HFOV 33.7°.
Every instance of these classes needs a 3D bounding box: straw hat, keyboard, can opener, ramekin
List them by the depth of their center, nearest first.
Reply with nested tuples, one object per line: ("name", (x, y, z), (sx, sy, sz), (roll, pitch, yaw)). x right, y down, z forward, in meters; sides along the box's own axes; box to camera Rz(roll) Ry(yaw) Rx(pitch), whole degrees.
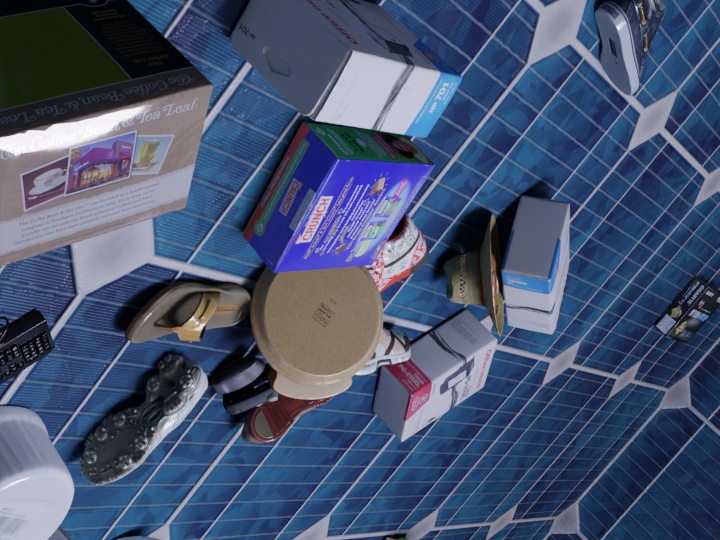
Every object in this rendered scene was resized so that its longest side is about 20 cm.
("keyboard", (-0.408, 0.118, 1.243), (0.200, 0.040, 0.104), (-35, 152, -22))
("ramekin", (-0.424, 0.260, 1.349), (0.200, 0.098, 0.201), (-33, 150, -22))
("can opener", (-0.103, 0.139, 1.621), (0.199, 0.064, 0.079), (-21, 159, 3))
("straw hat", (0.172, 0.011, 1.853), (0.085, 0.202, 0.201), (-5, 154, 11))

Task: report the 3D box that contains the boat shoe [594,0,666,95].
("boat shoe", (0.399, -0.336, 1.723), (0.091, 0.071, 0.200), (-39, 150, -4))

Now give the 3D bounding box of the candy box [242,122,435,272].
("candy box", (-0.026, -0.088, 1.460), (0.200, 0.077, 0.169), (-5, 133, -54))

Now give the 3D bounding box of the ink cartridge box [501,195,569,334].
("ink cartridge box", (0.288, -0.006, 1.941), (0.200, 0.084, 0.145), (72, 33, -60))

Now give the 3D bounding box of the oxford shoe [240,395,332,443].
("oxford shoe", (-0.101, 0.185, 1.762), (0.200, 0.071, 0.075), (-33, -178, -33))

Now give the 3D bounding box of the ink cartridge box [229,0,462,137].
("ink cartridge box", (-0.012, -0.217, 1.224), (0.200, 0.146, 0.086), (1, 129, -55))

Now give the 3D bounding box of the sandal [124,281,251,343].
("sandal", (-0.196, 0.057, 1.440), (0.200, 0.054, 0.081), (-4, 131, -53))

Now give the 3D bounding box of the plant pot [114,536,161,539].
("plant pot", (-0.336, 0.524, 1.753), (0.200, 0.200, 0.196), (-27, 156, -32))

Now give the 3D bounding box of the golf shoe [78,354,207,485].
("golf shoe", (-0.267, 0.200, 1.520), (0.200, 0.078, 0.097), (-44, 159, -1))

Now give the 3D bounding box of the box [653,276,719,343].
("box", (0.814, 0.100, 2.933), (0.159, 0.046, 0.200), (-52, 152, 12))

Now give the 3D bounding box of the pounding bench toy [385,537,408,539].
("pounding bench toy", (0.063, 0.655, 2.563), (0.124, 0.199, 0.157), (83, 25, -60))

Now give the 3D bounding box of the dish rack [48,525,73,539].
("dish rack", (-0.421, 0.358, 1.418), (0.199, 0.171, 0.044), (-18, 130, -41))

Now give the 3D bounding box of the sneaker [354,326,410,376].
("sneaker", (0.022, 0.104, 1.796), (0.200, 0.073, 0.080), (-14, 105, -65))

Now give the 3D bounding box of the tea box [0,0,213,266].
("tea box", (-0.259, -0.130, 0.940), (0.199, 0.197, 0.134), (-21, 144, -38))

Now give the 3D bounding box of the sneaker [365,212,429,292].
("sneaker", (0.000, -0.001, 1.632), (0.201, 0.067, 0.108), (-38, 143, -7))

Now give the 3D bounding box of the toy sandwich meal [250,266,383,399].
("toy sandwich meal", (-0.060, 0.066, 1.555), (0.205, 0.206, 0.070), (-33, -171, -23))

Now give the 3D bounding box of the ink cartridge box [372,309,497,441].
("ink cartridge box", (0.127, 0.178, 2.027), (0.200, 0.084, 0.145), (-30, 150, -28))
